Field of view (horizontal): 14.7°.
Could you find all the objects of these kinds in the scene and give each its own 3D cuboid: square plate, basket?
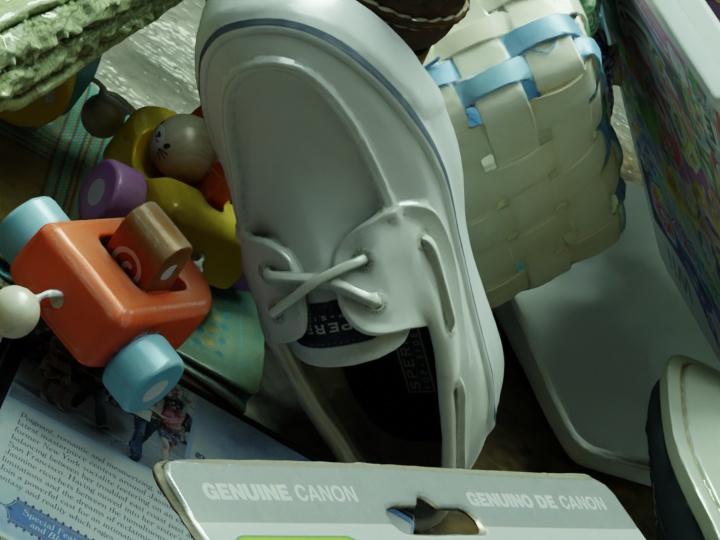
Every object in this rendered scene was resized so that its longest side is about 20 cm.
[{"bbox_3d":[0.119,0.029,1.089,0.197,0.029,0.200,16,32,-33],"label":"square plate"},{"bbox_3d":[0.012,-0.090,1.000,0.200,0.139,0.177,57,-7,30],"label":"basket"}]

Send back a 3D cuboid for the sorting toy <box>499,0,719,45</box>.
[{"bbox_3d":[0.090,-0.123,1.149,0.200,0.180,0.107,-21,84,-58],"label":"sorting toy"}]

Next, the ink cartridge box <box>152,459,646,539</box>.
[{"bbox_3d":[0.029,0.140,0.694,0.199,0.084,0.176,9,41,-52],"label":"ink cartridge box"}]

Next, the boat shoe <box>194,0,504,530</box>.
[{"bbox_3d":[0.000,0.000,0.851,0.066,0.073,0.200,-77,150,-42],"label":"boat shoe"}]

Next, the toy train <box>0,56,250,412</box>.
[{"bbox_3d":[-0.089,-0.049,0.869,0.200,0.056,0.150,52,24,21],"label":"toy train"}]

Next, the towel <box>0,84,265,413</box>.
[{"bbox_3d":[-0.116,-0.034,0.926,0.199,0.022,0.147,29,26,-9],"label":"towel"}]

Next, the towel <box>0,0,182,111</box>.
[{"bbox_3d":[-0.130,-0.110,0.860,0.148,0.037,0.200,35,43,20],"label":"towel"}]

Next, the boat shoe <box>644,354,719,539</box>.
[{"bbox_3d":[0.128,0.110,0.920,0.075,0.062,0.201,15,35,-29],"label":"boat shoe"}]

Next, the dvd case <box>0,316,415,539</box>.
[{"bbox_3d":[-0.056,0.092,0.785,0.142,0.018,0.200,30,27,-9],"label":"dvd case"}]

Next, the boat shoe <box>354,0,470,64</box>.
[{"bbox_3d":[-0.013,-0.150,0.882,0.070,0.071,0.200,-5,49,-33],"label":"boat shoe"}]

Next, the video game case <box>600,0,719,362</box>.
[{"bbox_3d":[0.122,-0.032,0.995,0.144,0.018,0.201,-115,-176,-46],"label":"video game case"}]
